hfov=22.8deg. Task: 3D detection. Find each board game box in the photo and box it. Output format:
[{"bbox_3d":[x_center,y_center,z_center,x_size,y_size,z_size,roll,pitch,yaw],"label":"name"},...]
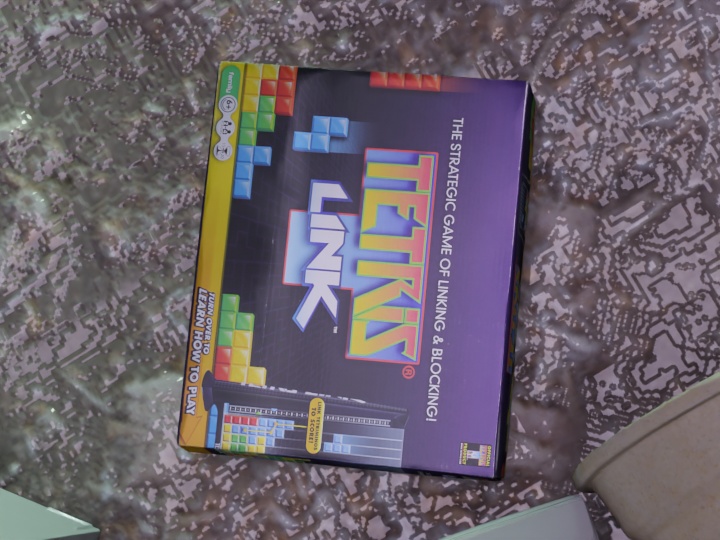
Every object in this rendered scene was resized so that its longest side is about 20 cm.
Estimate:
[{"bbox_3d":[0.000,0.000,0.913,0.163,0.057,0.202,4,83,11],"label":"board game box"}]

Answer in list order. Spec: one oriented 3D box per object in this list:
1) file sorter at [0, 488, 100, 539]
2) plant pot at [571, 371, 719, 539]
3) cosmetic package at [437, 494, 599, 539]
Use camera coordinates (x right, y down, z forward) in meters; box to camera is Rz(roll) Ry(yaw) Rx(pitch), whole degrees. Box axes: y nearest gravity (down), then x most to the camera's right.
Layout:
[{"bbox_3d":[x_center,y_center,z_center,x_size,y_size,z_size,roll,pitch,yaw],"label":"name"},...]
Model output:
[{"bbox_3d":[-0.237,0.161,0.859,0.138,0.200,0.126,19,88,11],"label":"file sorter"},{"bbox_3d":[0.220,0.130,0.777,0.199,0.200,0.185,-26,74,5],"label":"plant pot"},{"bbox_3d":[0.030,0.232,0.798,0.199,0.122,0.202,-30,74,42],"label":"cosmetic package"}]
